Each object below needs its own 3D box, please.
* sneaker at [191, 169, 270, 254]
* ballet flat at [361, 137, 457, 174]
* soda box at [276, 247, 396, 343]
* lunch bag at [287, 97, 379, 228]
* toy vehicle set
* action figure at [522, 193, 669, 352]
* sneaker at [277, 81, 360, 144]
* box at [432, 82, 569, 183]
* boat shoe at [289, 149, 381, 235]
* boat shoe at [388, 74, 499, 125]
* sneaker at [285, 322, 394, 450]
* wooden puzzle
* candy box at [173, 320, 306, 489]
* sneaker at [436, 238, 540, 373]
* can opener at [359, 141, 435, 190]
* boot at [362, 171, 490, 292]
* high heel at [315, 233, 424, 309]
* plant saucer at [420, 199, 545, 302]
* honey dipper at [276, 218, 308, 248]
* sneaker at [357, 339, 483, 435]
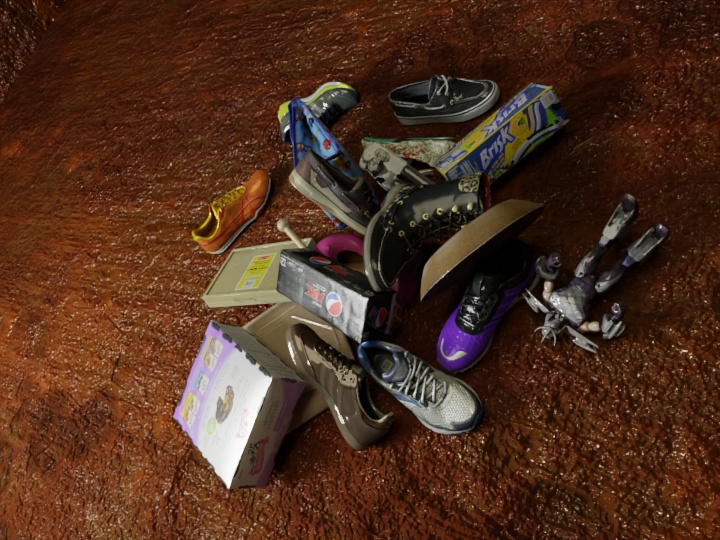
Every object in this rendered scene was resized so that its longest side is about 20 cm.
[{"bbox_3d":[-0.252,-0.123,1.077,0.072,0.077,0.202,32,81,40],"label":"sneaker"},{"bbox_3d":[0.077,-0.196,0.927,0.197,0.075,0.066,13,104,41],"label":"ballet flat"},{"bbox_3d":[-0.041,0.031,0.802,0.198,0.062,0.073,27,115,40],"label":"soda box"},{"bbox_3d":[-0.061,-0.205,0.957,0.093,0.151,0.203,-30,53,12],"label":"lunch bag"},{"bbox_3d":[-0.179,0.005,0.962,0.195,0.027,0.126,-6,43,32],"label":"toy vehicle set"},{"bbox_3d":[0.287,0.010,0.673,0.130,0.069,0.201,41,92,16],"label":"action figure"},{"bbox_3d":[-0.083,-0.311,1.092,0.196,0.073,0.083,-15,66,31],"label":"sneaker"},{"bbox_3d":[0.212,-0.196,0.829,0.198,0.065,0.070,-38,23,7],"label":"box"},{"bbox_3d":[-0.013,-0.113,0.831,0.065,0.197,0.072,-54,12,25],"label":"boat shoe"},{"bbox_3d":[0.141,-0.307,0.944,0.195,0.068,0.073,3,66,32],"label":"boat shoe"},{"bbox_3d":[-0.025,0.147,0.761,0.075,0.070,0.202,-40,79,22],"label":"sneaker"},{"bbox_3d":[-0.100,0.139,0.869,0.183,0.037,0.203,-33,56,11],"label":"wooden puzzle"},{"bbox_3d":[-0.189,0.199,0.826,0.198,0.071,0.172,27,95,45],"label":"candy box"},{"bbox_3d":[0.160,0.038,0.718,0.069,0.100,0.201,34,82,35],"label":"sneaker"},{"bbox_3d":[0.080,-0.139,0.891,0.199,0.067,0.054,40,91,19],"label":"can opener"},{"bbox_3d":[0.094,-0.062,0.747,0.150,0.074,0.206,-8,40,30],"label":"boot"},{"bbox_3d":[0.000,0.000,0.856,0.195,0.068,0.098,7,57,30],"label":"high heel"},{"bbox_3d":[0.150,-0.032,0.705,0.198,0.200,0.036,-38,77,7],"label":"plant saucer"},{"bbox_3d":[-0.077,-0.015,0.893,0.038,0.038,0.200,-44,70,0],"label":"honey dipper"},{"bbox_3d":[0.069,0.151,0.723,0.197,0.085,0.078,22,76,37],"label":"sneaker"}]
